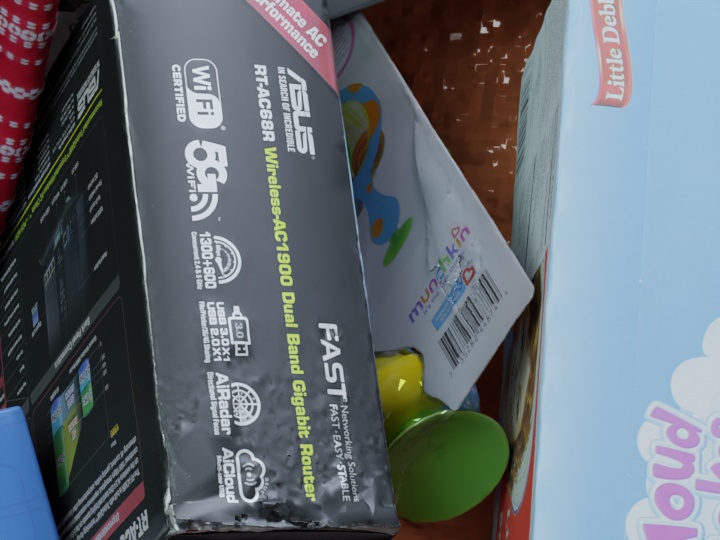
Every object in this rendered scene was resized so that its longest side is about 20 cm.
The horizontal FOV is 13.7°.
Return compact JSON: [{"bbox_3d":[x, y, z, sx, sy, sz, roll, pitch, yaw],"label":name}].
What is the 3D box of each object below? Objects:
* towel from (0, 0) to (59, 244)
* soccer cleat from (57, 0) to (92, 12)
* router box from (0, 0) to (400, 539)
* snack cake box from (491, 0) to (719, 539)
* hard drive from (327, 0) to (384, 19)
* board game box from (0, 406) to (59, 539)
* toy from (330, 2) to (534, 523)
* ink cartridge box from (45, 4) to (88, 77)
[{"bbox_3d":[-0.158,-0.045,0.824,0.144,0.200,0.022,33,46,11],"label":"towel"},{"bbox_3d":[-0.123,-0.136,0.806,0.200,0.068,0.081,27,53,17],"label":"soccer cleat"},{"bbox_3d":[-0.060,0.031,0.807,0.200,0.062,0.150,132,135,-59],"label":"router box"},{"bbox_3d":[0.073,0.028,0.774,0.067,0.115,0.201,6,76,-3],"label":"snack cake box"},{"bbox_3d":[0.041,-0.155,0.818,0.199,0.026,0.132,-18,74,21],"label":"hard drive"},{"bbox_3d":[-0.106,0.150,0.796,0.152,0.045,0.201,-27,77,61],"label":"board game box"},{"bbox_3d":[0.000,0.000,0.837,0.115,0.047,0.200,-59,29,22],"label":"toy"},{"bbox_3d":[-0.091,-0.162,0.942,0.200,0.075,0.165,-40,61,9],"label":"ink cartridge box"}]
